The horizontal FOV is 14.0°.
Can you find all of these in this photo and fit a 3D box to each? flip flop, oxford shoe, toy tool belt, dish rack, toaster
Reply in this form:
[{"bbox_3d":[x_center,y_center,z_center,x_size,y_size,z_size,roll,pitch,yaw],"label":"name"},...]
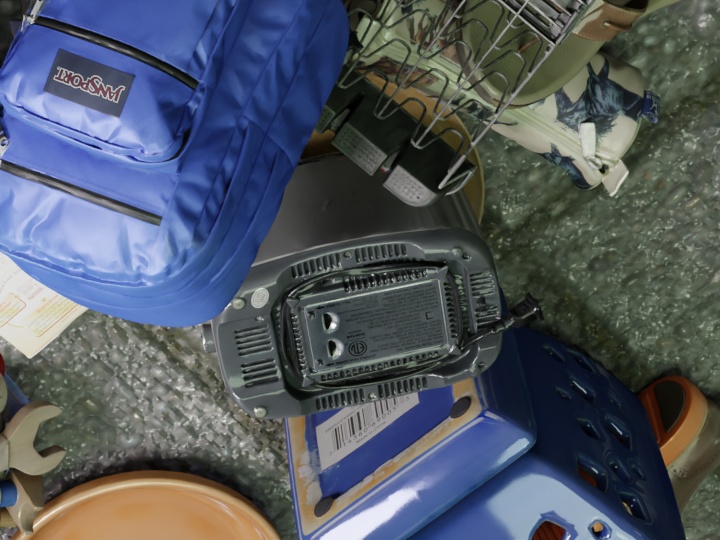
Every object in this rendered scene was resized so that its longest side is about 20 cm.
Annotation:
[{"bbox_3d":[0.138,-0.162,1.670,0.200,0.058,0.081,-29,91,-19],"label":"flip flop"},{"bbox_3d":[0.168,0.160,1.929,0.073,0.071,0.200,34,111,-34],"label":"oxford shoe"},{"bbox_3d":[-0.244,0.112,1.801,0.123,0.125,0.200,-3,134,-48],"label":"toy tool belt"},{"bbox_3d":[0.034,-0.139,1.595,0.153,0.055,0.200,38,124,0],"label":"dish rack"},{"bbox_3d":[0.000,0.000,1.719,0.199,0.129,0.114,-13,125,-2],"label":"toaster"}]

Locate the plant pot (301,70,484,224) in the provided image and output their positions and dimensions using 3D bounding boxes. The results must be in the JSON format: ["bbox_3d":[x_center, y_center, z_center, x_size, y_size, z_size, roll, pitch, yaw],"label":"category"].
[{"bbox_3d":[-0.025,-0.044,1.780,0.199,0.028,0.200,-6,124,-9],"label":"plant pot"}]

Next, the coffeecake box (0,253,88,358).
[{"bbox_3d":[-0.236,-0.068,1.643,0.073,0.154,0.200,-40,121,15],"label":"coffeecake box"}]

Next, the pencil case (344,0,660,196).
[{"bbox_3d":[0.076,-0.118,1.713,0.200,0.090,0.078,25,113,-24],"label":"pencil case"}]

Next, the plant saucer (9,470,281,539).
[{"bbox_3d":[-0.144,0.207,1.915,0.200,0.037,0.201,-6,124,-9],"label":"plant saucer"}]

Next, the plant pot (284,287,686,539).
[{"bbox_3d":[0.065,0.137,1.812,0.200,0.200,0.180,-37,120,17],"label":"plant pot"}]

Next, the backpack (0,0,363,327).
[{"bbox_3d":[-0.121,-0.082,1.522,0.162,0.168,0.200,20,84,20],"label":"backpack"}]
